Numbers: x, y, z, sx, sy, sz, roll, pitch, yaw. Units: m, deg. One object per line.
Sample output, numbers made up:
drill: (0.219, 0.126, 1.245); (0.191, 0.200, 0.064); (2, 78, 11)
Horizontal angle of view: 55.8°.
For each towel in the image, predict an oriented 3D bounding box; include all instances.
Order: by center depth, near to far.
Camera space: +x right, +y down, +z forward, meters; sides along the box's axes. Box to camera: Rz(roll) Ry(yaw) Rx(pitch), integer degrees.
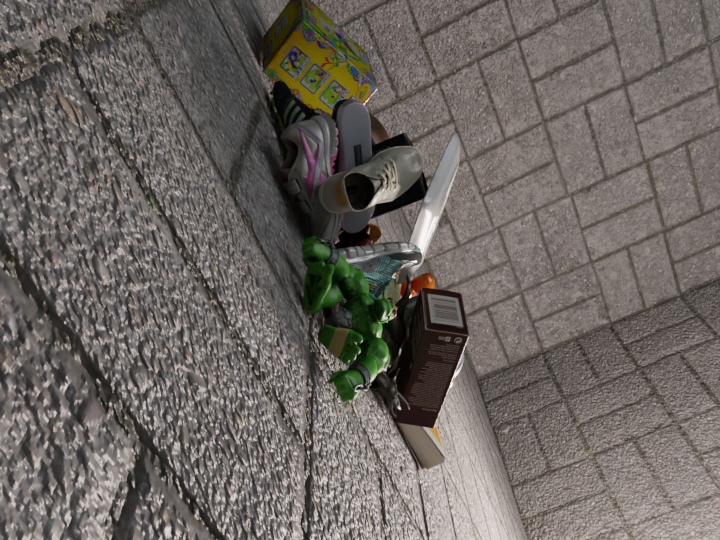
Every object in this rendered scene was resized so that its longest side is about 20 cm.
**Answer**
towel: (0.043, 0.075, 1.182); (0.200, 0.035, 0.153); (17, 77, -81)

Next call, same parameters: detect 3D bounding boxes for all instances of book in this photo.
book: (0.093, 0.238, 1.227); (0.135, 0.047, 0.201); (60, 10, -23)

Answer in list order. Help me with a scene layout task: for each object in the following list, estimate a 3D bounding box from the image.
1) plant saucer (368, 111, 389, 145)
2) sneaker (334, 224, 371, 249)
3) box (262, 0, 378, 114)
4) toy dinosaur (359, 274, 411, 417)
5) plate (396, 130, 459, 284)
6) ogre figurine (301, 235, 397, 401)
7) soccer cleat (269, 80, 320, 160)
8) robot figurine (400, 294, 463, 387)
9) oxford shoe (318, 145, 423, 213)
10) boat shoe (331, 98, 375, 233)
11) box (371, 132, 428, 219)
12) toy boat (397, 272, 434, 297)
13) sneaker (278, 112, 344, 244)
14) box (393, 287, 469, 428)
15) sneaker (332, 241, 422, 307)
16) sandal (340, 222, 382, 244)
plant saucer: (-0.011, -0.269, 1.530); (0.032, 0.197, 0.204); (-40, 112, -40)
sneaker: (0.000, 0.000, 1.157); (0.200, 0.076, 0.118); (-58, 132, -68)
box: (-0.081, -0.405, 1.316); (0.191, 0.122, 0.202); (34, 25, -26)
toy dinosaur: (0.036, 0.104, 1.022); (0.103, 0.075, 0.204); (58, 37, -54)
plate: (0.122, -0.101, 1.156); (0.202, 0.032, 0.202); (103, 11, -49)
ogre figurine: (-0.015, 0.059, 0.881); (0.202, 0.098, 0.119); (55, 22, 24)
soccer cleat: (-0.100, -0.249, 1.144); (0.068, 0.079, 0.203); (53, 15, -56)
robot figurine: (0.125, 0.128, 1.213); (0.202, 0.110, 0.172); (73, 0, -46)
oxford shoe: (0.028, -0.133, 1.000); (0.057, 0.197, 0.077); (1, -69, 52)
boat shoe: (-0.019, -0.162, 1.047); (0.066, 0.068, 0.205); (-136, -144, -58)
box: (0.010, -0.142, 1.153); (0.148, 0.196, 0.107); (-30, 99, -81)
toy boat: (0.099, 0.041, 1.467); (0.132, 0.128, 0.202); (-102, 166, -54)
sneaker: (-0.079, -0.128, 1.013); (0.081, 0.086, 0.206); (-172, -104, -67)
box: (0.105, 0.138, 1.065); (0.101, 0.073, 0.204); (-90, -170, -55)
sneaker: (0.016, 0.007, 1.034); (0.077, 0.196, 0.094); (-3, -86, 54)
sandal: (0.012, -0.064, 1.394); (0.212, 0.068, 0.079); (-32, 101, -81)
